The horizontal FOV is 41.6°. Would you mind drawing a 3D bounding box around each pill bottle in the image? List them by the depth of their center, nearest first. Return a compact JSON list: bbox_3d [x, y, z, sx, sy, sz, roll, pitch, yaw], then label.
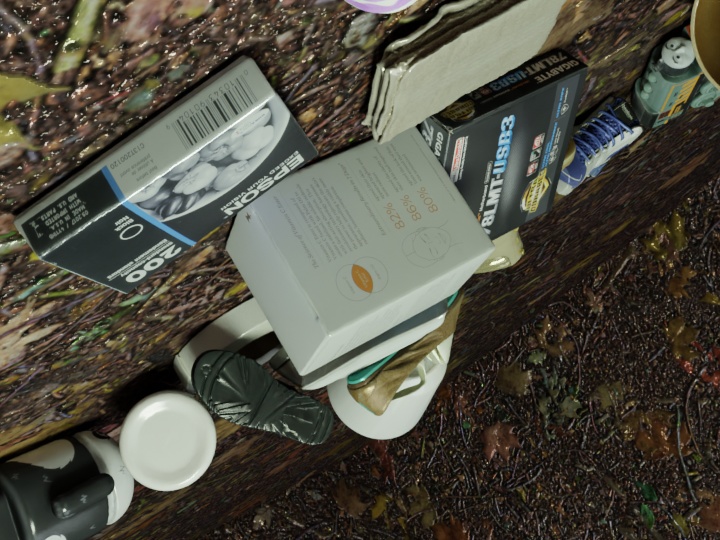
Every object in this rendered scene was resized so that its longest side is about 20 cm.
[{"bbox_3d":[-0.239,0.208,1.190,0.113,0.115,0.200,-30,180,-11],"label":"pill bottle"}]

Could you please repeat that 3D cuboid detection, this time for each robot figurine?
[{"bbox_3d":[-0.369,0.269,1.131,0.199,0.150,0.126,-20,134,-42],"label":"robot figurine"}]

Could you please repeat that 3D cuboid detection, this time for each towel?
[{"bbox_3d":[0.090,-0.187,0.803,0.198,0.035,0.133,-31,168,-16],"label":"towel"}]

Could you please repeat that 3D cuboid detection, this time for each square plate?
[{"bbox_3d":[0.025,0.061,1.168,0.198,0.029,0.199,-28,-162,16],"label":"square plate"}]

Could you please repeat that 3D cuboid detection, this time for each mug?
[{"bbox_3d":[0.037,0.113,1.262,0.147,0.189,0.153,-12,159,-22],"label":"mug"}]

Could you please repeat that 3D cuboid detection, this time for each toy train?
[{"bbox_3d":[0.424,-0.258,1.246,0.113,0.086,0.200,-24,166,1],"label":"toy train"}]

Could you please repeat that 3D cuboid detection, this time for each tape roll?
[{"bbox_3d":[-0.143,0.087,1.203,0.201,0.037,0.203,-32,167,-8],"label":"tape roll"}]

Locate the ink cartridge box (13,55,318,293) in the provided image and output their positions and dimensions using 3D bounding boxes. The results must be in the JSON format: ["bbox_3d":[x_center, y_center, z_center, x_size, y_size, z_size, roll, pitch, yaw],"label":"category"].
[{"bbox_3d":[-0.128,-0.059,0.720,0.197,0.044,0.200,-35,168,3],"label":"ink cartridge box"}]

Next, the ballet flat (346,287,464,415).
[{"bbox_3d":[0.067,0.102,1.155,0.200,0.073,0.067,-43,-159,-28],"label":"ballet flat"}]

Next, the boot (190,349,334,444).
[{"bbox_3d":[-0.134,0.151,1.151,0.162,0.197,0.074,2,-114,65],"label":"boot"}]

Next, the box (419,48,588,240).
[{"bbox_3d":[0.140,-0.113,1.004,0.197,0.050,0.202,-28,144,-29],"label":"box"}]

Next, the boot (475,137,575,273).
[{"bbox_3d":[0.191,-0.082,1.199,0.198,0.073,0.156,-31,141,5],"label":"boot"}]

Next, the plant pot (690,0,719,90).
[{"bbox_3d":[0.498,-0.303,1.092,0.186,0.187,0.200,-44,175,40],"label":"plant pot"}]

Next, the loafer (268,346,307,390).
[{"bbox_3d":[-0.065,0.116,1.264,0.072,0.063,0.200,-41,175,15],"label":"loafer"}]

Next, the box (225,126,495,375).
[{"bbox_3d":[-0.002,-0.022,0.900,0.198,0.153,0.107,-26,166,-27],"label":"box"}]

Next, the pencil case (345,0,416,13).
[{"bbox_3d":[-0.015,-0.190,0.455,0.086,0.083,0.200,-59,163,9],"label":"pencil case"}]

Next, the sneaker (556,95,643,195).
[{"bbox_3d":[0.310,-0.179,1.273,0.115,0.081,0.199,-48,168,35],"label":"sneaker"}]
